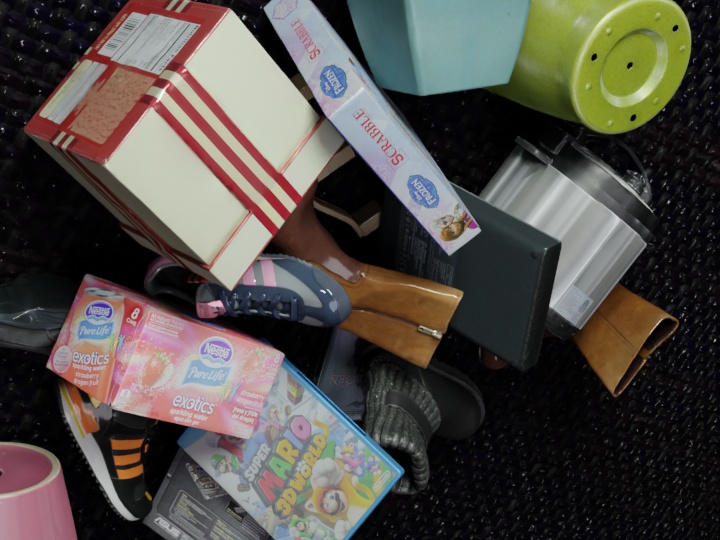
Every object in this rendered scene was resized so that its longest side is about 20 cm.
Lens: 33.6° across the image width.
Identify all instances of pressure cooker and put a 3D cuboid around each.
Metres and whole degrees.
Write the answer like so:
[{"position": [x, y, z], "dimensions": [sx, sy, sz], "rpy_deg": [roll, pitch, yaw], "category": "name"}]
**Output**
[{"position": [0.212, -0.052, 1.241], "dimensions": [0.201, 0.178, 0.176], "rpy_deg": [-53, 171, 7], "category": "pressure cooker"}]

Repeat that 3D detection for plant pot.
[{"position": [0.065, -0.257, 1.013], "dimensions": [0.140, 0.141, 0.203], "rpy_deg": [-11, 106, -23], "category": "plant pot"}, {"position": [-0.352, 0.273, 1.145], "dimensions": [0.198, 0.200, 0.182], "rpy_deg": [-3, 107, -28], "category": "plant pot"}, {"position": [0.201, -0.226, 1.114], "dimensions": [0.198, 0.193, 0.202], "rpy_deg": [-14, 126, -21], "category": "plant pot"}]

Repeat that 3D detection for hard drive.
[{"position": [0.100, -0.006, 1.171], "dimensions": [0.033, 0.199, 0.141], "rpy_deg": [-24, 133, -39], "category": "hard drive"}]

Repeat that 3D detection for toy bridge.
[{"position": [-0.039, -0.105, 1.168], "dimensions": [0.067, 0.027, 0.201], "rpy_deg": [-34, 132, -4], "category": "toy bridge"}]

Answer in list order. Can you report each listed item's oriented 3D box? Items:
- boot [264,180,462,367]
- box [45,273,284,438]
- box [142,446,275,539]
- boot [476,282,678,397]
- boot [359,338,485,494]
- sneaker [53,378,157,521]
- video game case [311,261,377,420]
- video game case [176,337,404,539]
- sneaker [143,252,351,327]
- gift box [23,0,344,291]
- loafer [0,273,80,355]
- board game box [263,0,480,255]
[{"position": [0.000, 0.000, 1.138], "dimensions": [0.198, 0.069, 0.190], "rpy_deg": [21, 129, 5], "category": "boot"}, {"position": [-0.178, 0.084, 1.122], "dimensions": [0.199, 0.102, 0.096], "rpy_deg": [25, 89, -53], "category": "box"}, {"position": [-0.114, 0.253, 1.261], "dimensions": [0.160, 0.199, 0.048], "rpy_deg": [-62, 167, 16], "category": "box"}, {"position": [0.236, 0.080, 1.331], "dimensions": [0.188, 0.200, 0.068], "rpy_deg": [-46, 131, 5], "category": "boot"}, {"position": [0.068, 0.175, 1.297], "dimensions": [0.079, 0.159, 0.211], "rpy_deg": [-31, 132, 27], "category": "boot"}, {"position": [-0.235, 0.173, 1.212], "dimensions": [0.089, 0.070, 0.202], "rpy_deg": [-26, 128, -8], "category": "sneaker"}, {"position": [0.023, 0.082, 1.333], "dimensions": [0.141, 0.019, 0.202], "rpy_deg": [1, 119, -30], "category": "video game case"}, {"position": [-0.073, 0.187, 1.202], "dimensions": [0.144, 0.200, 0.018], "rpy_deg": [-51, 168, 11], "category": "video game case"}, {"position": [-0.107, 0.023, 1.101], "dimensions": [0.082, 0.198, 0.071], "rpy_deg": [-54, 153, -40], "category": "sneaker"}, {"position": [-0.144, -0.113, 1.009], "dimensions": [0.185, 0.199, 0.187], "rpy_deg": [-50, 128, -9], "category": "gift box"}, {"position": [-0.344, 0.044, 1.067], "dimensions": [0.198, 0.073, 0.073], "rpy_deg": [9, 120, -32], "category": "loafer"}, {"position": [0.009, -0.135, 1.061], "dimensions": [0.041, 0.200, 0.200], "rpy_deg": [-37, 131, 8], "category": "board game box"}]
